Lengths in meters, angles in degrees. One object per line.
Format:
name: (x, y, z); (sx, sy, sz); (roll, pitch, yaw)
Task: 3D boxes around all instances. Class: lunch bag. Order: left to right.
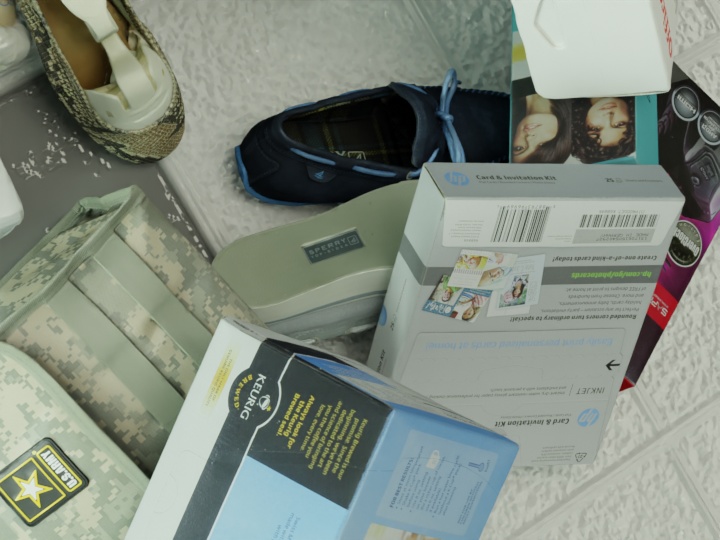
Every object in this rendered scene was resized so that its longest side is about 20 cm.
lunch bag: (-0.153, 0.077, 1.547); (0.164, 0.118, 0.200); (48, 69, -15)

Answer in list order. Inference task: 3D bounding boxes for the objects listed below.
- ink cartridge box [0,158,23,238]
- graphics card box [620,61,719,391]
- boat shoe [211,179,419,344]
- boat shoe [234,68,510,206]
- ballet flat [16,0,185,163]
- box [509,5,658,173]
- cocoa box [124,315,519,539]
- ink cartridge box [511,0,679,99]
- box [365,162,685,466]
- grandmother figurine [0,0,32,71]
ink cartridge box: (-0.298, -0.014, 1.482); (0.200, 0.145, 0.088); (-22, 87, -27)
graphics card box: (0.160, -0.037, 1.750); (0.125, 0.051, 0.200); (41, 63, -21)
boat shoe: (0.000, 0.001, 1.660); (0.201, 0.072, 0.070); (-14, 60, -18)
boat shoe: (0.025, -0.075, 1.686); (0.200, 0.069, 0.084); (-15, 73, -30)
ballet flat: (-0.153, -0.136, 1.586); (0.068, 0.075, 0.200); (-36, 116, -14)
box: (0.137, -0.122, 1.707); (0.049, 0.082, 0.200); (58, 27, -46)
cocoa box: (-0.032, 0.148, 1.487); (0.133, 0.131, 0.200); (20, 95, -54)
ink cartridge box: (0.144, -0.221, 1.649); (0.083, 0.147, 0.200); (-1, 53, 16)
box: (0.090, 0.029, 1.636); (0.156, 0.200, 0.041); (-1, 35, -22)
grandmother figurine: (-0.244, -0.207, 1.598); (0.121, 0.061, 0.200); (-22, 89, -36)
